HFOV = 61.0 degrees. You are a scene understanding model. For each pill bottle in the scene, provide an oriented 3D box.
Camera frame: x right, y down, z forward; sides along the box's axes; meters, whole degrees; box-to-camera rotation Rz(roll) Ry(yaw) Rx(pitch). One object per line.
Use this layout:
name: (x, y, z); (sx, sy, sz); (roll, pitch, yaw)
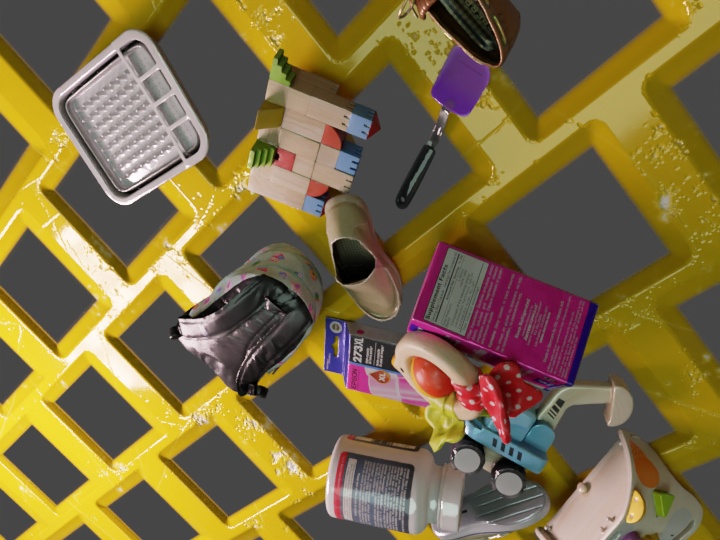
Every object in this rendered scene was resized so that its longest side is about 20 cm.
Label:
pill bottle: (0.055, 0.323, 0.913); (0.194, 0.120, 0.123); (6, 118, 15)

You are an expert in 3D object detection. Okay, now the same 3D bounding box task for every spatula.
spatula: (0.087, -0.157, 0.718); (0.056, 0.020, 0.203); (34, 124, 14)

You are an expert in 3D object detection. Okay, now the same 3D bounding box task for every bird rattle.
bird rattle: (0.106, 0.141, 0.726); (0.162, 0.113, 0.200); (40, 163, 4)

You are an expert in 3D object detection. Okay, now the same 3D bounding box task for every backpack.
backpack: (-0.142, 0.059, 0.841); (0.166, 0.128, 0.199); (40, 120, -19)

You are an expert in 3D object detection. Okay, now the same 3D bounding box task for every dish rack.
dish rack: (-0.297, -0.199, 0.808); (0.196, 0.044, 0.174); (-23, 108, 26)

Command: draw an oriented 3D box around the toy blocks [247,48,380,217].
toy blocks: (-0.055, -0.147, 0.736); (0.133, 0.101, 0.203); (20, 131, -3)

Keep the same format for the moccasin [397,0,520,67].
moccasin: (0.076, -0.280, 0.603); (0.200, 0.079, 0.073); (41, 143, -25)

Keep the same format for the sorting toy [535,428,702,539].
sorting toy: (0.377, 0.347, 0.836); (0.176, 0.108, 0.203); (23, 111, -21)

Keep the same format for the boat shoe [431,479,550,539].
boat shoe: (0.201, 0.369, 0.931); (0.197, 0.074, 0.062); (-26, 131, 30)

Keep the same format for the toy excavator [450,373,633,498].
toy excavator: (0.234, 0.198, 0.817); (0.190, 0.100, 0.204); (26, 112, 1)

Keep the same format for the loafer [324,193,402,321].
loafer: (0.000, 0.000, 0.778); (0.074, 0.069, 0.203); (-10, 131, 22)

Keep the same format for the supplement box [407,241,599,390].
supplement box: (0.163, 0.057, 0.735); (0.195, 0.101, 0.106); (23, 78, 7)

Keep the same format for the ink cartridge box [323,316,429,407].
ink cartridge box: (0.036, 0.133, 0.875); (0.194, 0.037, 0.097); (12, 119, 14)
